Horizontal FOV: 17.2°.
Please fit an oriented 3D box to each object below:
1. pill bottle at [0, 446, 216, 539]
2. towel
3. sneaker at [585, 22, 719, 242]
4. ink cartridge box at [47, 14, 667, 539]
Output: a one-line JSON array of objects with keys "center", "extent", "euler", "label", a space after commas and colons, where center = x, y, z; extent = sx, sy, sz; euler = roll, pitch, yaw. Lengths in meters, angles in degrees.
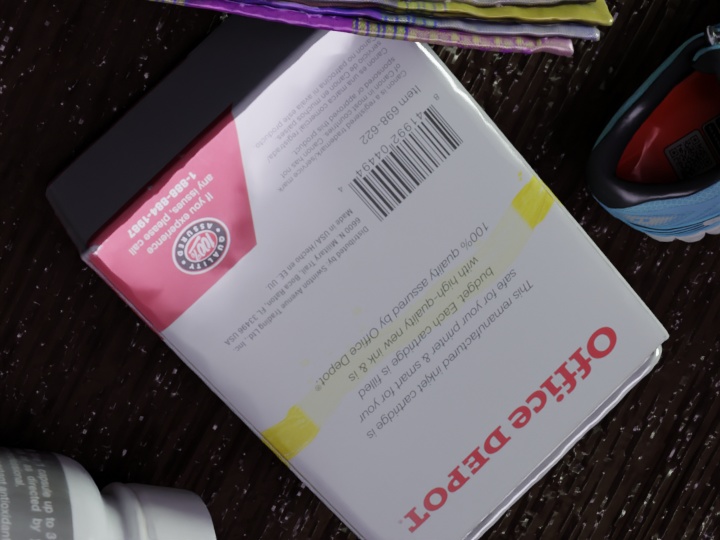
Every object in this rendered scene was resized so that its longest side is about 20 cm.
[{"center": [-0.162, 0.121, 0.903], "extent": [0.199, 0.114, 0.114], "euler": [8, 105, -21], "label": "pill bottle"}, {"center": [-0.016, -0.136, 0.854], "extent": [0.199, 0.144, 0.023], "euler": [6, 133, -17], "label": "towel"}, {"center": [0.171, -0.074, 0.925], "extent": [0.200, 0.090, 0.079], "euler": [-39, 76, 22], "label": "sneaker"}, {"center": [0.000, 0.000, 0.926], "extent": [0.145, 0.083, 0.200], "euler": [-43, 116, -2], "label": "ink cartridge box"}]
